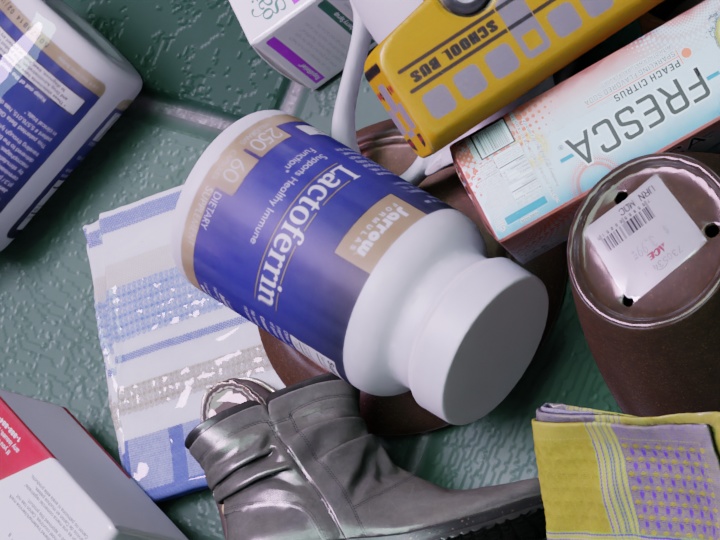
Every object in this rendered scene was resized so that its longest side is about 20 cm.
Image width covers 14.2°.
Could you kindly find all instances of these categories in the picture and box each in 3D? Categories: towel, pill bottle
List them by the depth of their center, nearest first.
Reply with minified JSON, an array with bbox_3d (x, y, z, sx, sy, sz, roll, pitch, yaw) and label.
[{"bbox_3d":[0.149,0.166,1.500,0.143,0.023,0.201,3,102,45],"label":"towel"},{"bbox_3d":[0.000,0.000,1.634,0.200,0.116,0.116,30,88,27],"label":"pill bottle"},{"bbox_3d":[-0.094,0.037,1.779,0.147,0.024,0.201,-19,66,20],"label":"towel"},{"bbox_3d":[-0.243,-0.081,1.852,0.200,0.111,0.111,-49,57,5],"label":"pill bottle"}]

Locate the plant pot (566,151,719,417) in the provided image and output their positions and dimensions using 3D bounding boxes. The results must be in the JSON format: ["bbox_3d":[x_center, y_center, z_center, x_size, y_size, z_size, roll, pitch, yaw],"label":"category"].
[{"bbox_3d":[0.189,0.015,1.523,0.186,0.200,0.187,-10,67,26],"label":"plant pot"}]

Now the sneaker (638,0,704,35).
[{"bbox_3d":[0.239,-0.180,1.587,0.200,0.085,0.073,-37,57,13],"label":"sneaker"}]

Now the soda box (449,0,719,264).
[{"bbox_3d":[0.151,-0.081,1.550,0.200,0.068,0.064,-29,74,8],"label":"soda box"}]

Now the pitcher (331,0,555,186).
[{"bbox_3d":[0.037,-0.147,1.655,0.171,0.121,0.201,-14,96,30],"label":"pitcher"}]

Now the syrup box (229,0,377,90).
[{"bbox_3d":[0.014,-0.207,1.773,0.200,0.081,0.079,-34,58,13],"label":"syrup box"}]

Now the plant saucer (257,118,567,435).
[{"bbox_3d":[0.023,-0.004,1.710,0.200,0.034,0.201,-7,69,20],"label":"plant saucer"}]

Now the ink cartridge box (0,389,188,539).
[{"bbox_3d":[-0.219,0.194,1.743,0.144,0.084,0.200,43,102,33],"label":"ink cartridge box"}]

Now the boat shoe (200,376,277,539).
[{"bbox_3d":[-0.047,0.146,1.678,0.072,0.059,0.200,-30,68,17],"label":"boat shoe"}]

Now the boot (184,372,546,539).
[{"bbox_3d":[0.008,0.111,1.628,0.199,0.068,0.131,-14,65,-5],"label":"boot"}]

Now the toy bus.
[{"bbox_3d":[0.096,-0.147,1.551,0.200,0.065,0.078,-34,91,-7],"label":"toy bus"}]
